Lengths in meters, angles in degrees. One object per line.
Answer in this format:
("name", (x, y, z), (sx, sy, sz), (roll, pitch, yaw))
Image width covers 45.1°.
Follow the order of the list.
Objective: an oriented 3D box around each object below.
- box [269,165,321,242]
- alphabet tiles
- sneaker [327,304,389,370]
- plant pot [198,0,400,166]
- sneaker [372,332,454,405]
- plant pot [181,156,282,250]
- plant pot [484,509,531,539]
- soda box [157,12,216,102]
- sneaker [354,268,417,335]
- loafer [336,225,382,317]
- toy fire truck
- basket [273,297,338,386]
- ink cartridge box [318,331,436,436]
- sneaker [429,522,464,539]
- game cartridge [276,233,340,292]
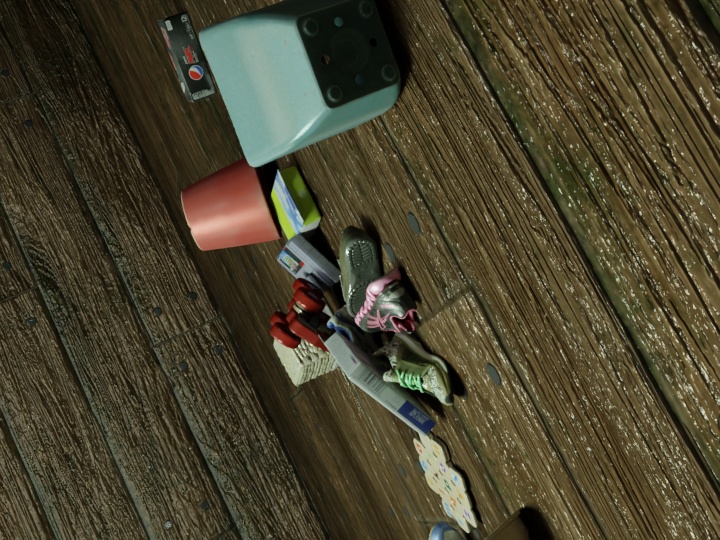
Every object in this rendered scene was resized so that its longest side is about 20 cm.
("box", (-0.134, -0.128, 1.760), (0.122, 0.048, 0.200), (63, 164, 8))
("alphabet tiles", (0.163, 0.398, 1.651), (0.196, 0.015, 0.200), (24, 136, 65))
("sneaker", (-0.006, 0.163, 1.692), (0.075, 0.088, 0.200), (-5, 111, 55))
("plant pot", (-0.059, -0.266, 1.124), (0.200, 0.196, 0.196), (0, 114, 61))
("sneaker", (0.086, 0.176, 1.448), (0.200, 0.089, 0.077), (39, 149, 55))
("plant pot", (-0.284, -0.136, 1.899), (0.200, 0.177, 0.201), (-19, -90, -89))
("plant pot", (0.233, 0.505, 1.332), (0.183, 0.200, 0.200), (46, 158, 18))
("soda box", (-0.410, -0.503, 2.053), (0.071, 0.063, 0.200), (30, 140, 63))
("sneaker", (0.051, 0.078, 1.467), (0.095, 0.079, 0.200), (48, 160, 15))
("loafer", (0.000, 0.000, 1.519), (0.070, 0.075, 0.200), (-115, 17, -44))
("toy fire truck", (-0.085, 0.113, 1.761), (0.168, 0.112, 0.200), (32, -172, -11))
("basket", (-0.119, 0.168, 1.997), (0.136, 0.123, 0.200), (60, 162, 15))
("ink cartridge box", (0.028, 0.191, 1.563), (0.196, 0.043, 0.200), (40, -177, -26))
("sneaker", (0.207, 0.573, 1.665), (0.200, 0.075, 0.088), (60, 152, -6))
("game cartridge", (-0.111, -0.007, 1.812), (0.130, 0.038, 0.200), (38, 163, -4))
